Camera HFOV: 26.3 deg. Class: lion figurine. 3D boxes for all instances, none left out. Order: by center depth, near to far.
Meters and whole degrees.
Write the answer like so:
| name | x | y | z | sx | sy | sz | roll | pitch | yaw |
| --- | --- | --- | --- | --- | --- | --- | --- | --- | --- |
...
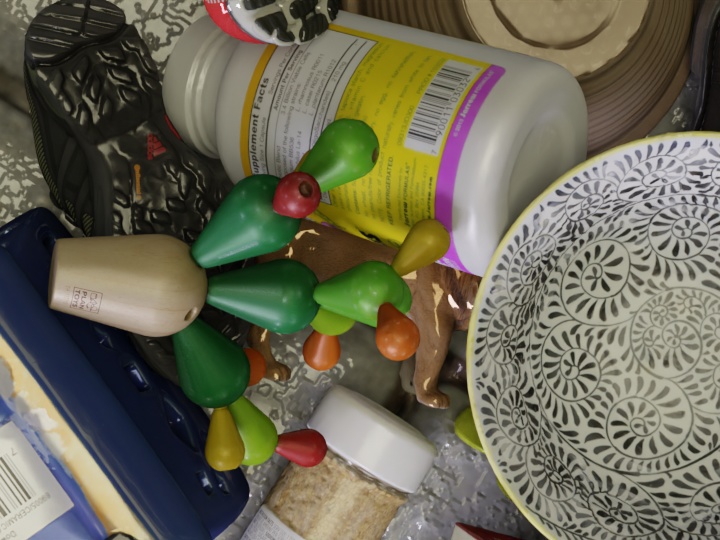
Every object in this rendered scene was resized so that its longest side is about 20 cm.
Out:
| name | x | y | z | sx | sy | sz | roll | pitch | yaw |
| --- | --- | --- | --- | --- | --- | --- | --- | --- | --- |
| lion figurine | 0.000 | 0.000 | 0.804 | 0.199 | 0.072 | 0.123 | 8 | 94 | -5 |

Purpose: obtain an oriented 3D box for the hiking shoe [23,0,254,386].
| name | x | y | z | sx | sy | sz | roll | pitch | yaw |
| --- | --- | --- | --- | --- | --- | --- | --- | --- | --- |
| hiking shoe | -0.114 | -0.038 | 0.781 | 0.076 | 0.101 | 0.201 | -22 | 97 | -18 |

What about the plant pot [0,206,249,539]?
| name | x | y | z | sx | sy | sz | roll | pitch | yaw |
| --- | --- | --- | --- | --- | --- | --- | --- | --- | --- |
| plant pot | -0.184 | 0.100 | 0.739 | 0.200 | 0.180 | 0.200 | -35 | 95 | -2 |

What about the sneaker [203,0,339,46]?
| name | x | y | z | sx | sy | sz | roll | pitch | yaw |
| --- | --- | --- | --- | --- | --- | --- | --- | --- | --- |
| sneaker | -0.056 | -0.163 | 0.744 | 0.085 | 0.200 | 0.077 | -11 | 124 | 14 |

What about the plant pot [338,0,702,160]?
| name | x | y | z | sx | sy | sz | roll | pitch | yaw |
| --- | --- | --- | --- | --- | --- | --- | --- | --- | --- |
| plant pot | 0.090 | -0.145 | 0.797 | 0.200 | 0.093 | 0.202 | 0 | 93 | -5 |

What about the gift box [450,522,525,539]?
| name | x | y | z | sx | sy | sz | roll | pitch | yaw |
| --- | --- | --- | --- | --- | --- | --- | --- | --- | --- |
| gift box | 0.098 | 0.238 | 0.734 | 0.199 | 0.185 | 0.187 | 16 | 89 | -12 |

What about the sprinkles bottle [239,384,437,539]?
| name | x | y | z | sx | sy | sz | roll | pitch | yaw |
| --- | --- | --- | --- | --- | --- | --- | --- | --- | --- |
| sprinkles bottle | -0.038 | 0.160 | 0.814 | 0.068 | 0.068 | 0.200 | 32 | 90 | -7 |

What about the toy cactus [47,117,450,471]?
| name | x | y | z | sx | sy | sz | roll | pitch | yaw |
| --- | --- | --- | --- | --- | --- | --- | --- | --- | --- |
| toy cactus | -0.056 | 0.019 | 0.691 | 0.164 | 0.200 | 0.103 | 6 | 48 | -16 |

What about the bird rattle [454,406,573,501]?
| name | x | y | z | sx | sy | sz | roll | pitch | yaw |
| --- | --- | --- | --- | --- | --- | --- | --- | --- | --- |
| bird rattle | 0.161 | 0.064 | 0.818 | 0.199 | 0.113 | 0.164 | 15 | 76 | -10 |

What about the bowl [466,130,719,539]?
| name | x | y | z | sx | sy | sz | roll | pitch | yaw |
| --- | --- | --- | --- | --- | --- | --- | --- | --- | --- |
| bowl | 0.150 | 0.041 | 0.709 | 0.200 | 0.094 | 0.202 | 0 | 88 | 6 |

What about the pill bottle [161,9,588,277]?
| name | x | y | z | sx | sy | sz | roll | pitch | yaw |
| --- | --- | --- | --- | --- | --- | --- | --- | --- | --- |
| pill bottle | 0.002 | -0.070 | 0.749 | 0.200 | 0.104 | 0.105 | 19 | 92 | 31 |

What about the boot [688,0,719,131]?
| name | x | y | z | sx | sy | sz | roll | pitch | yaw |
| --- | --- | --- | --- | --- | --- | --- | --- | --- | --- |
| boot | 0.217 | -0.047 | 0.760 | 0.069 | 0.174 | 0.201 | -13 | 117 | -5 |
